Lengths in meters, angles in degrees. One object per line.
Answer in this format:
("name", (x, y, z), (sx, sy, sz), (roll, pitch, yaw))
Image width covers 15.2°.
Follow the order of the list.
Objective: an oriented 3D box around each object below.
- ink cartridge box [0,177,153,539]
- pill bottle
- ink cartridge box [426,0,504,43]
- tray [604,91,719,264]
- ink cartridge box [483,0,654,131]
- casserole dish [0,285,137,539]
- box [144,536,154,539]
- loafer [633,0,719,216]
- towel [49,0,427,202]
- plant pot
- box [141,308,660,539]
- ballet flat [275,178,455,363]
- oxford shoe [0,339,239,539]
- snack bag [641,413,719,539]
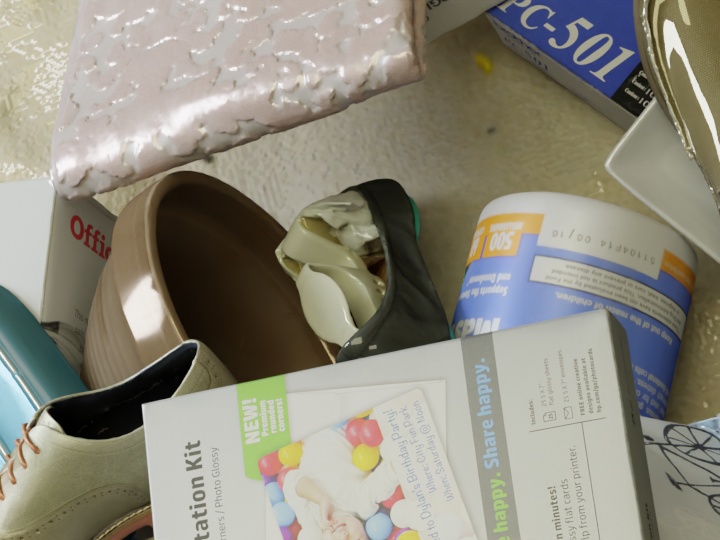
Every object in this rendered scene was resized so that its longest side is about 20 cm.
("ink cartridge box", (-0.164, 0.072, 1.363), (0.083, 0.145, 0.201), (-4, 69, 22))
("pill bottle", (0.088, 0.074, 1.288), (0.112, 0.112, 0.201), (8, 72, 23))
("ink cartridge box", (0.042, -0.237, 1.414), (0.146, 0.083, 0.200), (-28, 50, 14))
("tray", (0.224, -0.028, 1.289), (0.200, 0.022, 0.107), (38, 86, 2))
("ink cartridge box", (0.167, -0.108, 1.367), (0.200, 0.044, 0.094), (38, 85, 28))
("casserole dish", (-0.184, 0.083, 1.262), (0.121, 0.039, 0.200), (-42, 59, 3))
("box", (-0.043, 0.237, 1.176), (0.096, 0.176, 0.200), (-24, 52, 1))
("loafer", (0.185, -0.065, 1.246), (0.076, 0.067, 0.201), (-23, 86, -3))
("towel", (-0.059, -0.137, 1.328), (0.199, 0.032, 0.192), (-18, 48, 24))
("plant pot", (-0.070, 0.059, 1.312), (0.093, 0.201, 0.201), (-35, 61, 20))
("box", (0.018, 0.111, 1.075), (0.199, 0.041, 0.157), (-12, 71, 15))
("ballet flat", (0.000, 0.000, 1.321), (0.068, 0.068, 0.200), (-60, 22, 18))
("oxford shoe", (-0.139, 0.094, 1.163), (0.200, 0.074, 0.071), (-31, 34, -8))
("snack bag", (0.185, 0.106, 1.172), (0.189, 0.199, 0.021), (-116, 40, -64))
